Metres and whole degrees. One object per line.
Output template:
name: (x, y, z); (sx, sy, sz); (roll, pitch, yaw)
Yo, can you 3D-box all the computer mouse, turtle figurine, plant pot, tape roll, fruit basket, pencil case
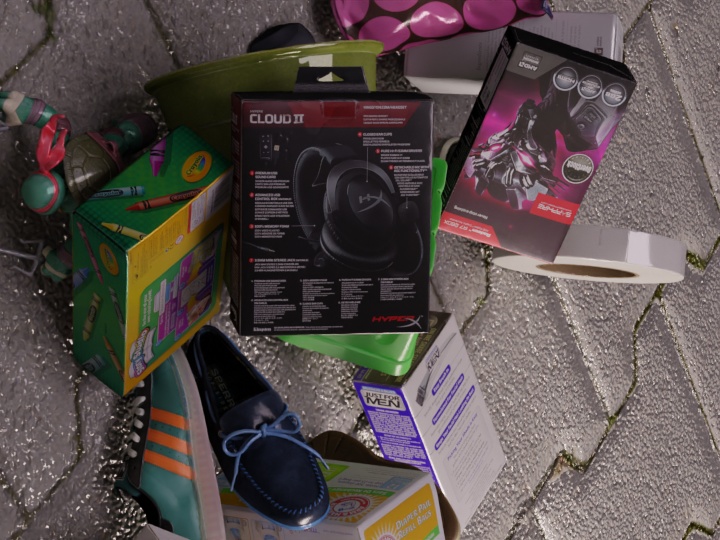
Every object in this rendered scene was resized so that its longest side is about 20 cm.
computer mouse: (-0.092, -0.153, 1.775); (0.200, 0.034, 0.059); (-53, 132, -37)
turtle figurine: (-0.220, -0.066, 1.559); (0.200, 0.100, 0.150); (-15, 104, -58)
plant pot: (-0.061, -0.075, 1.651); (0.200, 0.200, 0.191); (-10, 88, -53)
tape roll: (0.235, -0.017, 2.084); (0.203, 0.202, 0.037); (13, 82, -53)
fruit basket: (0.000, 0.000, 1.841); (0.155, 0.216, 0.216); (18, 74, -15)
pencil case: (0.076, -0.251, 1.868); (0.094, 0.199, 0.091); (66, 17, -47)

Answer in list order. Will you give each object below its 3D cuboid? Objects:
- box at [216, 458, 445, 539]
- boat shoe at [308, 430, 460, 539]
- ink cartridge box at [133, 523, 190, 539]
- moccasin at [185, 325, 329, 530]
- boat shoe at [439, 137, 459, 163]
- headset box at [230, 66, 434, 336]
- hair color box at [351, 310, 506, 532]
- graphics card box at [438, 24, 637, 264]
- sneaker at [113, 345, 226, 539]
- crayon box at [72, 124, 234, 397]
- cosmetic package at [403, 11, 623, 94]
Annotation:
box: (-0.039, 0.229, 1.722); (0.112, 0.200, 0.102); (-31, 116, -48)
boat shoe: (0.025, 0.209, 1.816); (0.073, 0.200, 0.063); (-42, 133, -13)
ink cartridge box: (-0.143, 0.304, 1.576); (0.200, 0.125, 0.128); (-51, 140, 6)
moccasin: (-0.095, 0.128, 1.663); (0.080, 0.200, 0.068); (-28, 146, -22)
boat shoe: (0.150, -0.092, 2.079); (0.200, 0.067, 0.072); (20, 77, -51)
headset box: (-0.023, -0.055, 1.542); (0.148, 0.077, 0.201); (-2, 99, -10)
hair color box: (0.069, 0.147, 1.973); (0.109, 0.065, 0.200); (-53, 137, -38)
graphics card box: (0.157, -0.114, 1.869); (0.125, 0.051, 0.200); (18, 113, -15)
sneaker: (-0.166, 0.145, 1.655); (0.080, 0.071, 0.201); (-11, 80, -13)
crayon box: (-0.162, -0.004, 1.568); (0.119, 0.058, 0.200); (-42, 159, -31)
cosmetic package: (0.148, -0.208, 1.942); (0.102, 0.199, 0.074); (21, 74, -79)
